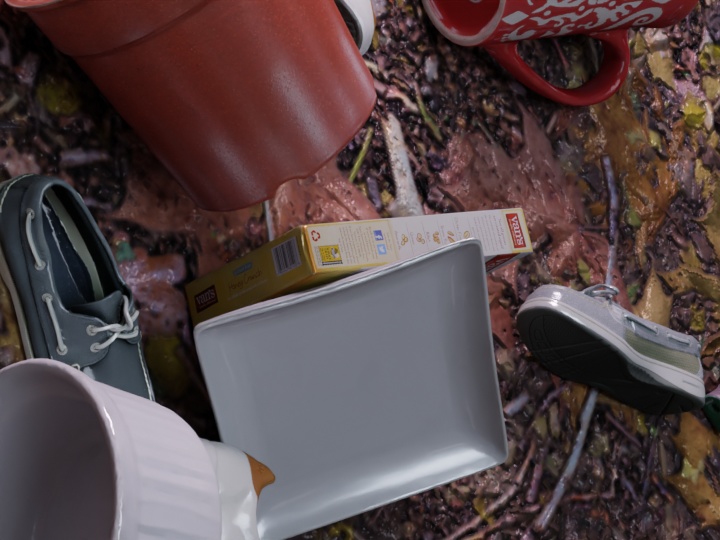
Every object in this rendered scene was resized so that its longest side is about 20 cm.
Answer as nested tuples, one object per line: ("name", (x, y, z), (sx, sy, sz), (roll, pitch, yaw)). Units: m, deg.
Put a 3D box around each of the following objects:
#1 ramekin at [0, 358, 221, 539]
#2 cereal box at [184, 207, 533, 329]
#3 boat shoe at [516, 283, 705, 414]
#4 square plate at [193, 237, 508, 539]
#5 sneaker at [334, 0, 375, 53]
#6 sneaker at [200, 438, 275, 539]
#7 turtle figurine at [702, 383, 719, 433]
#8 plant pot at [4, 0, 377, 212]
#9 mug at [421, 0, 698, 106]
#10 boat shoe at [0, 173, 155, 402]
("ramekin", (-0.174, 0.160, 1.436), (0.097, 0.200, 0.202), (17, 70, -44))
("cereal box", (0.000, 0.000, 1.639), (0.199, 0.144, 0.040), (-5, 76, -39))
("boat shoe", (0.195, 0.052, 1.839), (0.202, 0.074, 0.065), (26, 59, -37))
("square plate", (-0.004, 0.079, 1.594), (0.197, 0.028, 0.201), (-18, 128, -11))
("sneaker", (-0.059, -0.235, 1.694), (0.200, 0.073, 0.085), (57, 21, -7))
("sneaker", (-0.098, 0.213, 1.544), (0.084, 0.073, 0.201), (17, 84, -31))
("turtle figurine", (0.362, 0.051, 1.960), (0.200, 0.100, 0.150), (-38, 146, -36))
("plant pot", (-0.098, -0.158, 1.574), (0.201, 0.200, 0.196), (-53, 122, -33))
("mug", (0.157, -0.218, 1.825), (0.199, 0.133, 0.178), (-13, 88, -37))
("boat shoe", (-0.178, 0.030, 1.541), (0.073, 0.062, 0.201), (-29, 100, -39))
